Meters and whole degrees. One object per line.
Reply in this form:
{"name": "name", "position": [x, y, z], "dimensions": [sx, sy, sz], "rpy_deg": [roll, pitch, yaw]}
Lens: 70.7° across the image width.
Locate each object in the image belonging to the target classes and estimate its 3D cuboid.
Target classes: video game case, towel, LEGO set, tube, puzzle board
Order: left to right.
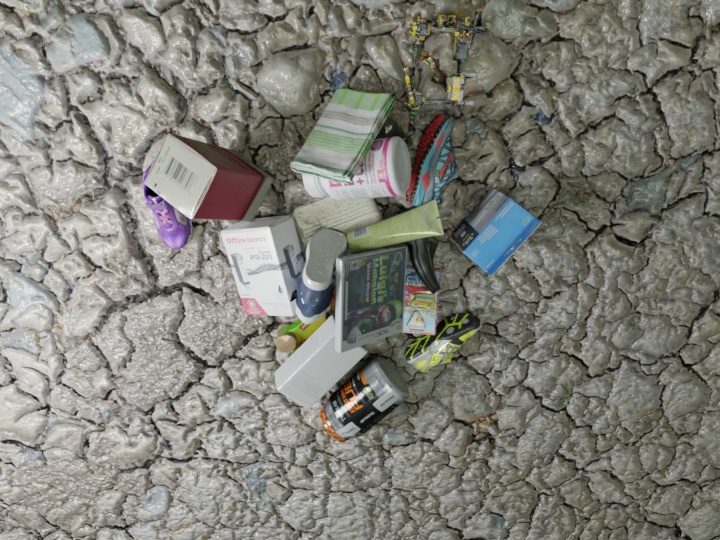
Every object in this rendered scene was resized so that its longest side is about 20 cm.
{"name": "towel", "position": [-0.051, -0.104, 1.119], "dimensions": [0.199, 0.034, 0.133], "rpy_deg": [-21, 109, 4]}
{"name": "towel", "position": [-0.037, -0.267, 0.978], "dimensions": [0.149, 0.031, 0.200], "rpy_deg": [19, 75, 30]}
{"name": "video game case", "position": [0.025, 0.057, 1.063], "dimensions": [0.181, 0.023, 0.201], "rpy_deg": [-13, 112, -38]}
{"name": "tube", "position": [0.072, -0.083, 1.065], "dimensions": [0.199, 0.052, 0.058], "rpy_deg": [-17, 116, 17]}
{"name": "puzzle board", "position": [0.081, 0.065, 1.161], "dimensions": [0.199, 0.017, 0.151], "rpy_deg": [5, 89, -3]}
{"name": "LEGO set", "position": [0.158, -0.398, 0.984], "dimensions": [0.153, 0.116, 0.201], "rpy_deg": [9, 107, -4]}

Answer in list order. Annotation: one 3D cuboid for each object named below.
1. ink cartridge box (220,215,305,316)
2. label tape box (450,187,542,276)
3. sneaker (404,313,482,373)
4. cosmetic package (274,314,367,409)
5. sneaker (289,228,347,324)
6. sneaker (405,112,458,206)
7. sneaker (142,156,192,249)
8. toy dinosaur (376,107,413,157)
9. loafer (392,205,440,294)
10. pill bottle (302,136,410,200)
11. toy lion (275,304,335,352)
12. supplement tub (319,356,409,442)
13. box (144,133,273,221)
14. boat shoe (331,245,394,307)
{"name": "ink cartridge box", "position": [-0.198, -0.009, 1.090], "dimensions": [0.145, 0.085, 0.201], "rpy_deg": [-2, 109, 32]}
{"name": "label tape box", "position": [0.271, -0.084, 1.046], "dimensions": [0.066, 0.200, 0.143], "rpy_deg": [38, 103, -10]}
{"name": "sneaker", "position": [0.202, 0.171, 1.201], "dimensions": [0.200, 0.075, 0.076], "rpy_deg": [-33, 114, 19]}
{"name": "cosmetic package", "position": [-0.091, 0.208, 1.147], "dimensions": [0.200, 0.074, 0.102], "rpy_deg": [-45, 119, 8]}
{"name": "sneaker", "position": [-0.088, 0.019, 1.063], "dimensions": [0.080, 0.200, 0.147], "rpy_deg": [17, 129, -2]}
{"name": "sneaker", "position": [0.164, -0.229, 1.074], "dimensions": [0.095, 0.079, 0.200], "rpy_deg": [10, 114, -19]}
{"name": "sneaker", "position": [-0.414, -0.136, 1.070], "dimensions": [0.080, 0.089, 0.201], "rpy_deg": [-6, 109, -1]}
{"name": "toy dinosaur", "position": [0.020, -0.292, 1.038], "dimensions": [0.199, 0.077, 0.103], "rpy_deg": [4, 94, -7]}
{"name": "loafer", "position": [0.140, -0.046, 1.116], "dimensions": [0.072, 0.073, 0.200], "rpy_deg": [-24, 100, 0]}
{"name": "pill bottle", "position": [-0.009, -0.200, 1.019], "dimensions": [0.199, 0.113, 0.114], "rpy_deg": [-1, 110, 24]}
{"name": "toy lion", "position": [-0.086, 0.162, 1.194], "dimensions": [0.192, 0.069, 0.200], "rpy_deg": [38, 103, -20]}
{"name": "supplement tub", "position": [0.007, 0.310, 1.208], "dimensions": [0.200, 0.123, 0.123], "rpy_deg": [-42, 104, 11]}
{"name": "box", "position": [-0.286, -0.174, 0.987], "dimensions": [0.128, 0.200, 0.109], "rpy_deg": [35, 105, 14]}
{"name": "boat shoe", "position": [0.000, 0.000, 1.118], "dimensions": [0.200, 0.062, 0.071], "rpy_deg": [-51, 143, -13]}
